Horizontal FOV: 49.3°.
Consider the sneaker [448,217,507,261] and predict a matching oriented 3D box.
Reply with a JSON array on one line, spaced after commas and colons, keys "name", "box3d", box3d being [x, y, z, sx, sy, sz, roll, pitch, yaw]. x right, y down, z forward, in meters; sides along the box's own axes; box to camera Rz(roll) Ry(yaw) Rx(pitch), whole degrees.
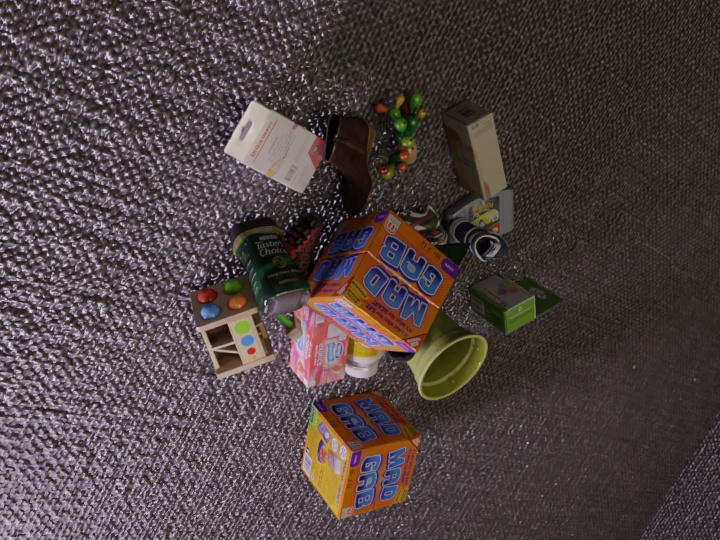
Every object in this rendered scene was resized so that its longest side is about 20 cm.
[{"name": "sneaker", "box3d": [0.306, -0.056, 1.869, 0.199, 0.108, 0.070, 22, 102, -40]}]

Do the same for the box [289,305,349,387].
[{"name": "box", "box3d": [-0.089, 0.148, 1.767, 0.102, 0.095, 0.202, -10, 120, -30]}]

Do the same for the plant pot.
[{"name": "plant pot", "box3d": [0.172, 0.174, 1.890, 0.199, 0.184, 0.201, -23, 139, -22]}]

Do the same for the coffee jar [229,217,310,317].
[{"name": "coffee jar", "box3d": [-0.182, -0.012, 1.549, 0.104, 0.201, 0.086, -14, 148, -28]}]

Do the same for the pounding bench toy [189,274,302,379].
[{"name": "pounding bench toy", "box3d": [-0.227, 0.094, 1.595, 0.198, 0.124, 0.157, -19, 126, -8]}]

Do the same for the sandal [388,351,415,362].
[{"name": "sandal", "box3d": [0.092, 0.125, 1.834, 0.076, 0.201, 0.043, -17, 137, 21]}]

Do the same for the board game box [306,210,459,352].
[{"name": "board game box", "box3d": [0.035, 0.026, 1.593, 0.199, 0.200, 0.201, 37, 70, -23]}]

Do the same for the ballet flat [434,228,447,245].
[{"name": "ballet flat", "box3d": [0.125, -0.025, 1.840, 0.199, 0.071, 0.066, -31, 143, -12]}]

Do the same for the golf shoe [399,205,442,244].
[{"name": "golf shoe", "box3d": [0.086, -0.087, 1.783, 0.198, 0.077, 0.089, -12, 84, -14]}]

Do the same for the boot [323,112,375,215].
[{"name": "boot", "box3d": [-0.034, -0.212, 1.585, 0.166, 0.072, 0.202, -4, 106, -62]}]

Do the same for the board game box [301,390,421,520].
[{"name": "board game box", "box3d": [-0.003, 0.446, 1.922, 0.198, 0.200, 0.202, -5, 119, -32]}]

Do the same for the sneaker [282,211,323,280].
[{"name": "sneaker", "box3d": [-0.129, -0.030, 1.657, 0.098, 0.071, 0.201, 26, 101, -40]}]

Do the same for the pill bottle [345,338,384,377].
[{"name": "pill bottle", "box3d": [0.008, 0.144, 1.821, 0.111, 0.111, 0.202, -11, 120, -29]}]

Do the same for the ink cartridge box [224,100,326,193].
[{"name": "ink cartridge box", "box3d": [-0.171, -0.245, 1.509, 0.199, 0.067, 0.117, 25, 99, -42]}]

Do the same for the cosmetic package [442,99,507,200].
[{"name": "cosmetic package", "box3d": [0.258, -0.269, 1.767, 0.071, 0.105, 0.201, -31, 127, -14]}]

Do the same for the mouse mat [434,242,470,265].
[{"name": "mouse mat", "box3d": [0.152, 0.008, 1.702, 0.008, 0.200, 0.162, 38, 75, -19]}]

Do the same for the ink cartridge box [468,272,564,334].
[{"name": "ink cartridge box", "box3d": [0.402, 0.062, 2.022, 0.199, 0.148, 0.076, -27, 126, -21]}]

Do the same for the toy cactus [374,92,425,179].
[{"name": "toy cactus", "box3d": [0.082, -0.270, 1.650, 0.165, 0.101, 0.202, 57, 42, -69]}]

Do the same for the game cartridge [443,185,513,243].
[{"name": "game cartridge", "box3d": [0.292, -0.129, 1.915, 0.199, 0.041, 0.134, -24, 122, -22]}]
